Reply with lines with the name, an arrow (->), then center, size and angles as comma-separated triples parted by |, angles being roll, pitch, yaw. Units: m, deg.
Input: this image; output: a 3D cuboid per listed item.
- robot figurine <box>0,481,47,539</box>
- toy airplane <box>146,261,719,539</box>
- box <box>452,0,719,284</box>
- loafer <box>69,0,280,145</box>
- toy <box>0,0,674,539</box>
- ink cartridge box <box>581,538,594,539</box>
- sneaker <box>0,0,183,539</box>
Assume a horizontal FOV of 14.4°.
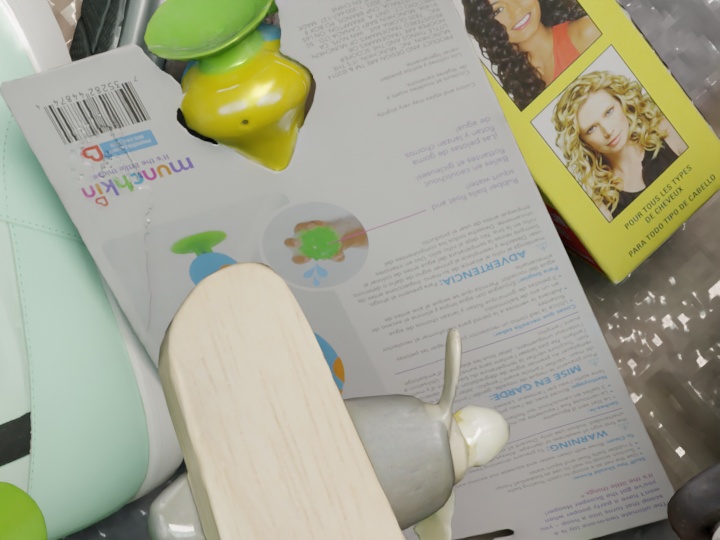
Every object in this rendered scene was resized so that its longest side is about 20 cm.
robot figurine -> -0.096, 0.145, 0.667 | 0.199, 0.116, 0.177 | 4, 106, -22
toy airplane -> 0.022, 0.117, 0.604 | 0.198, 0.141, 0.201 | 18, 78, 11
box -> 0.016, -0.089, 0.738 | 0.050, 0.075, 0.200 | -43, 120, -3
loafer -> -0.029, -0.115, 0.787 | 0.063, 0.072, 0.201 | 16, 98, -22
toy -> 0.000, 0.000, 0.755 | 0.114, 0.047, 0.201 | -16, 131, 15
ink cartridge box -> 0.068, 0.183, 0.748 | 0.084, 0.146, 0.201 | -21, 92, -2
sneaker -> -0.128, -0.015, 0.737 | 0.118, 0.074, 0.201 | -28, 94, -46
